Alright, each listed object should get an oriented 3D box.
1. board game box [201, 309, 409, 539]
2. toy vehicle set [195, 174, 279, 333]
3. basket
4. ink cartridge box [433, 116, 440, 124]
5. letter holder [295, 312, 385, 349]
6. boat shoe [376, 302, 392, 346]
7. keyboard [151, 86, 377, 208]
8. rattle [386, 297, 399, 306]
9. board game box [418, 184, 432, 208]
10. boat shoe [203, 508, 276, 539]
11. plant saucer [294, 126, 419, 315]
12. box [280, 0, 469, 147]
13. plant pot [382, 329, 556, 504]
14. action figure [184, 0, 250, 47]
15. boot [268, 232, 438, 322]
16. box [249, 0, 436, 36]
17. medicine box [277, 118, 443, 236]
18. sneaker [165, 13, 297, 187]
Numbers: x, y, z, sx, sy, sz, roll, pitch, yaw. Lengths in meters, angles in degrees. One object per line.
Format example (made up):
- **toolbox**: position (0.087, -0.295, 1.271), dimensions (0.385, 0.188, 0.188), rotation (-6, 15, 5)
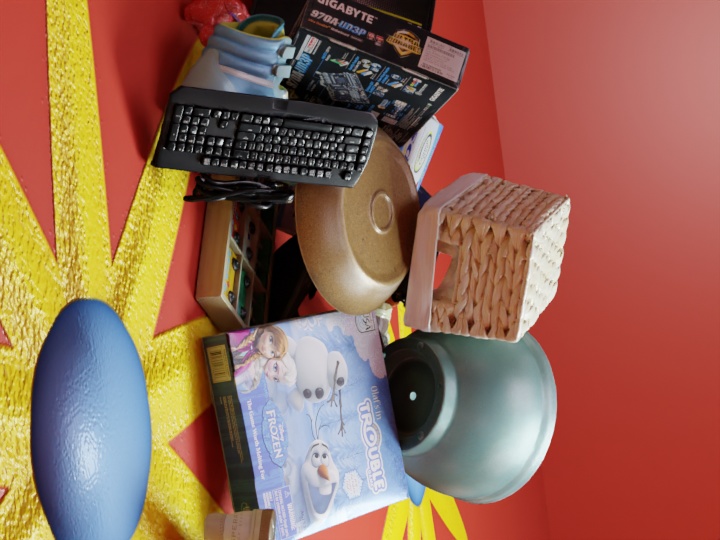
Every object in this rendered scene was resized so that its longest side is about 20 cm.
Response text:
- **board game box**: position (-0.048, 0.145, 1.225), dimensions (0.198, 0.043, 0.202), rotation (-10, 89, -47)
- **toy vehicle set**: position (-0.118, -0.031, 1.260), dimensions (0.124, 0.026, 0.201), rotation (62, 26, -57)
- **basket**: position (0.138, -0.014, 1.342), dimensions (0.200, 0.122, 0.137), rotation (-34, 134, -64)
- **ink cartridge box**: position (0.023, -0.261, 1.552), dimensions (0.068, 0.199, 0.117), rotation (-57, 162, 0)
- **letter holder**: position (-0.039, 0.128, 1.379), dimensions (0.201, 0.100, 0.143), rotation (-76, 154, -53)
- **boat shoe**: position (0.002, 0.093, 1.562), dimensions (0.201, 0.071, 0.067), rotation (103, -5, -69)
- **keyboard**: position (-0.079, -0.096, 1.111), dimensions (0.040, 0.199, 0.105), rotation (56, -46, 50)
- **rattle**: position (0.009, 0.041, 1.600), dimensions (0.143, 0.129, 0.200), rotation (-58, -159, 21)
- **board game box**: position (0.053, -0.089, 1.746), dimensions (0.200, 0.062, 0.200), rotation (49, -3, 25)
- **boat shoe**: position (-0.110, 0.275, 1.116), dimensions (0.201, 0.064, 0.073), rotation (97, -3, -46)
- **plant saucer**: position (0.008, -0.057, 1.250), dimensions (0.200, 0.035, 0.202), rotation (5, 84, -56)
- **box**: position (0.001, -0.192, 1.243), dimensions (0.200, 0.158, 0.046), rotation (142, -33, -73)
- **plant pot**: position (0.088, 0.138, 1.344), dimensions (0.134, 0.199, 0.202), rotation (16, 66, -43)
- **action figure**: position (-0.120, -0.260, 1.250), dimensions (0.201, 0.065, 0.099), rotation (-79, 150, -48)
- **boot**: position (0.000, 0.000, 1.346), dimensions (0.174, 0.069, 0.201), rotation (29, 90, -37)
- **box**: position (-0.020, -0.273, 1.402), dimensions (0.194, 0.198, 0.048), rotation (-79, -173, -50)
- **medicine box**: position (0.002, -0.112, 1.472), dimensions (0.183, 0.102, 0.200), rotation (-68, 168, 6)
- **sneaker**: position (-0.082, -0.159, 1.185), dimensions (0.200, 0.079, 0.131), rotation (30, 86, -56)
